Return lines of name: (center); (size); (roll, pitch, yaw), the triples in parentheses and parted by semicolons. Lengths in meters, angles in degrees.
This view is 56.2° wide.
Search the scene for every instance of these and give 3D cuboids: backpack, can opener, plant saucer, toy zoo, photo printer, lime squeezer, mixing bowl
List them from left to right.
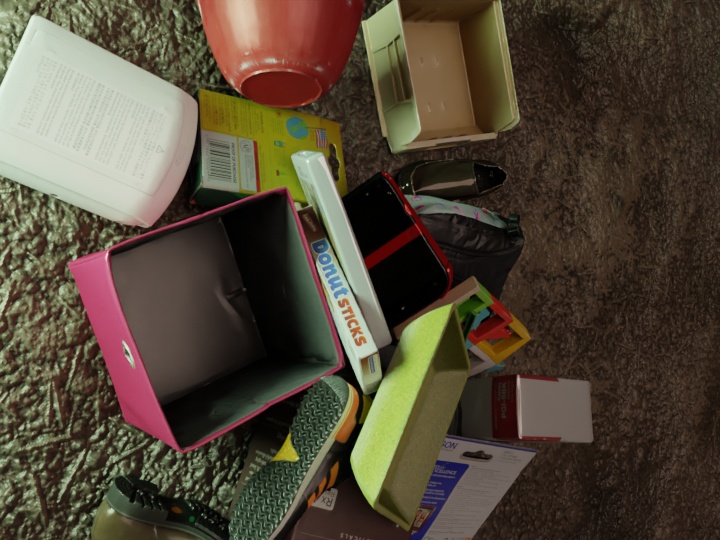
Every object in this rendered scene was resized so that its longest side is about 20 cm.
photo printer: (-0.280, -0.149, 0.720); (0.198, 0.069, 0.169); (23, 77, -25)
mixing bowl: (-0.092, -0.258, 0.777); (0.197, 0.199, 0.111); (6, 78, -32)
can opener: (0.035, 0.130, 0.890); (0.199, 0.052, 0.067); (21, 37, -53)
plant saucer: (0.052, 0.152, 0.698); (0.202, 0.047, 0.200); (-66, 158, -19)
lime squeezer: (0.108, 0.140, 0.909); (0.070, 0.038, 0.202); (18, 104, -52)
backpack: (0.112, -0.024, 0.937); (0.197, 0.126, 0.170); (14, 99, -30)
toy zoo: (0.151, 0.093, 0.931); (0.199, 0.130, 0.021); (37, 26, -43)

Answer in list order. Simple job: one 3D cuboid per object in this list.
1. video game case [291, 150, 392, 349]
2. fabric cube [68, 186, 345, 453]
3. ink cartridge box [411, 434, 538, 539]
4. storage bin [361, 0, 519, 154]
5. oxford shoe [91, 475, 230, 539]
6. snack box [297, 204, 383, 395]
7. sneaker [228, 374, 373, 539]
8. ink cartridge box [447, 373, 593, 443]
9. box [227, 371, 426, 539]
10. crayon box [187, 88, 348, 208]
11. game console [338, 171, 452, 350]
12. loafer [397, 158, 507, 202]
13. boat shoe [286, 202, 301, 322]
video game case: (-0.026, -0.032, 0.738); (0.023, 0.182, 0.203); (-22, 104, -6)
fabric cube: (-0.168, 0.045, 0.714); (0.198, 0.198, 0.199); (-23, 100, -32)
ink cartridge box: (0.113, 0.293, 0.916); (0.195, 0.047, 0.202); (17, 112, -30)
storage bin: (0.120, -0.286, 0.987); (0.198, 0.093, 0.202); (-13, 94, -33)
oxford shoe: (-0.208, 0.305, 0.757); (0.199, 0.073, 0.085); (33, 86, -25)
snack box: (-0.024, 0.026, 0.698); (0.024, 0.202, 0.072); (-20, 143, -8)
sneaker: (-0.047, 0.207, 0.672); (0.090, 0.070, 0.202); (34, 88, -40)
ink cartridge box: (0.198, 0.197, 0.943); (0.145, 0.199, 0.084); (11, 73, -32)
box: (-0.031, 0.236, 0.811); (0.164, 0.163, 0.203); (25, 74, -29)
crayon box: (-0.112, -0.136, 0.832); (0.197, 0.051, 0.129); (6, 68, -32)
game console: (0.000, 0.000, 0.854); (0.199, 0.031, 0.178); (-34, 100, 14)
loafer: (0.141, -0.138, 1.004); (0.198, 0.071, 0.074); (-16, 96, -33)
boat shoe: (-0.067, 0.019, 0.816); (0.064, 0.072, 0.203); (-18, 101, -3)
